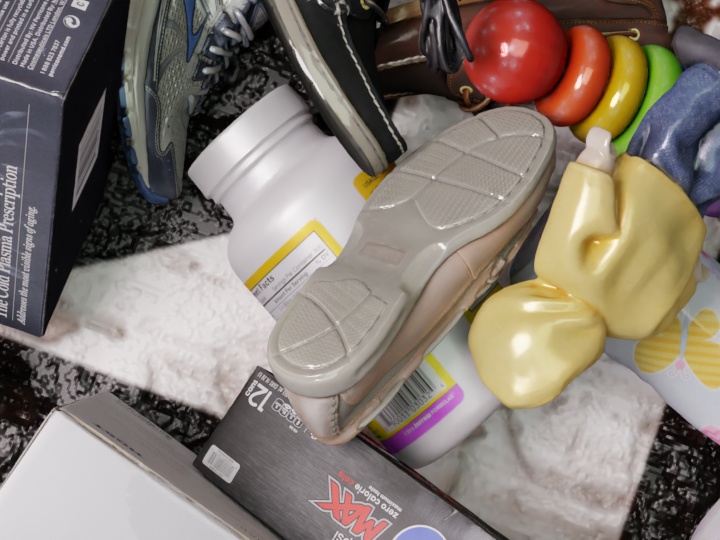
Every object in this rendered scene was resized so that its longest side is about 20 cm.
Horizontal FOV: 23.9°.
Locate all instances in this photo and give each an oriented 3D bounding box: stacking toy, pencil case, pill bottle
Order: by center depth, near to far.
[{"bbox_3d":[0.141,-0.087,0.896,0.199,0.085,0.086,18,87,-20],"label":"stacking toy"},{"bbox_3d":[0.000,0.000,0.904,0.104,0.104,0.200,-41,90,-3],"label":"pill bottle"},{"bbox_3d":[0.175,0.029,0.922,0.199,0.091,0.083,38,108,0],"label":"pencil case"}]

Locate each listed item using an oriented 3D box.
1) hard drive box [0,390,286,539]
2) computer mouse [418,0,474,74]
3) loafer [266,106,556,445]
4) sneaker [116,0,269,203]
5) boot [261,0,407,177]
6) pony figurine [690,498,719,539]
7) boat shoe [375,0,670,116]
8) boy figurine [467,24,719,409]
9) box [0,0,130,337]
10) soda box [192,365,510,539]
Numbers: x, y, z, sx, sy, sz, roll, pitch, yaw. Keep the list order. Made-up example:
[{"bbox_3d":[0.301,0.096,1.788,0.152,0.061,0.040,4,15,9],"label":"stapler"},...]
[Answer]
[{"bbox_3d":[-0.097,0.136,0.846,0.155,0.200,0.077,35,86,0],"label":"hard drive box"},{"bbox_3d":[0.092,-0.185,0.841,0.199,0.044,0.110,-31,113,-28],"label":"computer mouse"},{"bbox_3d":[0.029,0.000,0.831,0.072,0.063,0.200,23,56,34],"label":"loafer"},{"bbox_3d":[-0.088,-0.136,0.921,0.084,0.077,0.202,4,88,-7],"label":"sneaker"},{"bbox_3d":[0.021,-0.165,0.858,0.153,0.074,0.205,-24,74,0],"label":"boot"},{"bbox_3d":[0.167,0.209,0.875,0.200,0.193,0.166,47,47,5],"label":"pony figurine"},{"bbox_3d":[0.073,-0.121,0.928,0.198,0.070,0.071,-16,85,-3],"label":"boat shoe"},{"bbox_3d":[0.131,-0.015,0.832,0.201,0.064,0.124,-53,133,1],"label":"boy figurine"},{"bbox_3d":[-0.220,-0.084,0.840,0.181,0.201,0.105,18,53,0],"label":"box"},{"bbox_3d":[0.015,0.130,0.840,0.199,0.071,0.064,34,88,30],"label":"soda box"}]
